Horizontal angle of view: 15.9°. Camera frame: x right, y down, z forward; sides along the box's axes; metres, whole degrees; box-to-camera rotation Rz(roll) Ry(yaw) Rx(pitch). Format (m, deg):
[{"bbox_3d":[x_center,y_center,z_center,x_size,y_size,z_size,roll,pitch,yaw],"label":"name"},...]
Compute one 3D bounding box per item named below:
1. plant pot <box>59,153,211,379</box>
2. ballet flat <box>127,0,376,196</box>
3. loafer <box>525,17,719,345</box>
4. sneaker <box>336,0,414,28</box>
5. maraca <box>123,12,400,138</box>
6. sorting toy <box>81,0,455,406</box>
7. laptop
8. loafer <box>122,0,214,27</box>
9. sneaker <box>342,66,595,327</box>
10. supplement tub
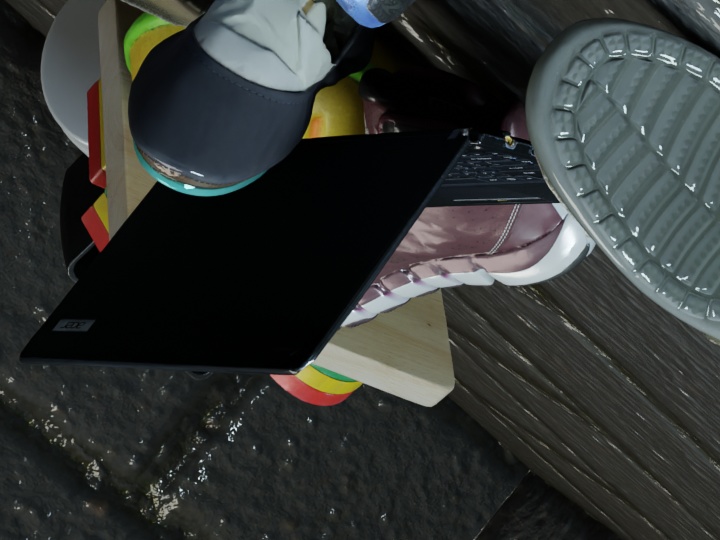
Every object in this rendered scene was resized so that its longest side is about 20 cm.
[{"bbox_3d":[-0.169,-0.057,2.427,0.199,0.200,0.178,42,-174,-37],"label":"plant pot"},{"bbox_3d":[-0.036,-0.093,1.017,0.073,0.073,0.200,39,-153,1],"label":"ballet flat"},{"bbox_3d":[0.122,-0.008,0.849,0.200,0.075,0.070,41,172,-23],"label":"loafer"},{"bbox_3d":[-0.058,-0.138,0.970,0.200,0.089,0.079,37,177,34],"label":"sneaker"},{"bbox_3d":[-0.024,-0.078,1.279,0.199,0.108,0.137,26,158,-17],"label":"maraca"},{"bbox_3d":[-0.059,-0.024,1.365,0.199,0.070,0.200,22,-139,-30],"label":"sorting toy"},{"bbox_3d":[0.000,0.000,1.024,0.199,0.104,0.177,11,173,-42],"label":"laptop"},{"bbox_3d":[-0.105,-0.157,1.092,0.068,0.076,0.199,11,168,44],"label":"loafer"},{"bbox_3d":[0.009,-0.043,1.201,0.199,0.076,0.116,-14,127,30],"label":"sneaker"},{"bbox_3d":[-0.108,-0.100,1.645,0.132,0.132,0.200,38,176,26],"label":"supplement tub"}]
